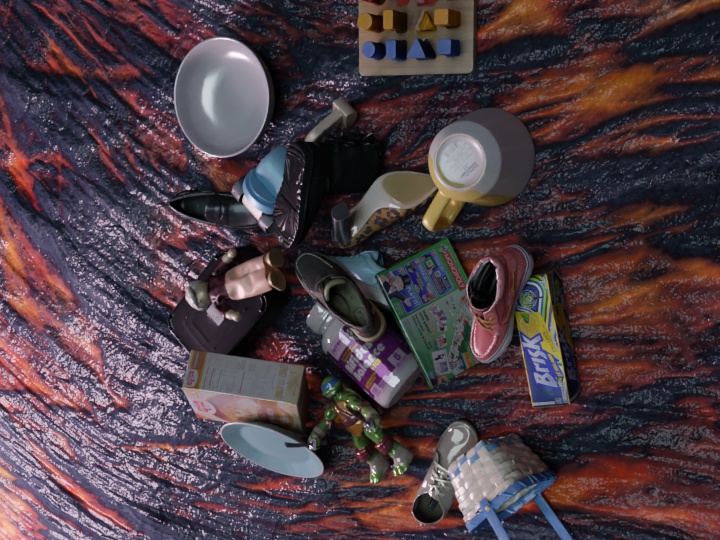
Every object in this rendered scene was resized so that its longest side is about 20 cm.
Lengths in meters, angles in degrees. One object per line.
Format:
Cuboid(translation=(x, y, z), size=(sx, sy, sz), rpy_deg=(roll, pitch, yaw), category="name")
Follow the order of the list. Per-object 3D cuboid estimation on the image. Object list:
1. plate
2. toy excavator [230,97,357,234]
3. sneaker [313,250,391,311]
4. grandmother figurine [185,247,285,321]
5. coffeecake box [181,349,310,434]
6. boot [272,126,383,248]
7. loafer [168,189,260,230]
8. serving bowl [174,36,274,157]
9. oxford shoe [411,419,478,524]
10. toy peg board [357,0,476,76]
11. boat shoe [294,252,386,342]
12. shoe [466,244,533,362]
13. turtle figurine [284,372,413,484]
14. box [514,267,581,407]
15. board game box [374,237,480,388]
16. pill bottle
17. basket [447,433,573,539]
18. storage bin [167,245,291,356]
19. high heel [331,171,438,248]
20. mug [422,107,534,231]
Cuboid(translation=(-0.153, 0.311, 1.614), size=(0.197, 0.201, 0.026), rpy_deg=(6, 56, 25), category="plate")
Cuboid(translation=(-0.102, -0.181, 1.519), size=(0.100, 0.193, 0.201), rpy_deg=(48, 142, 11), category="toy excavator")
Cuboid(translation=(0.000, 0.000, 1.536), size=(0.198, 0.074, 0.083), rpy_deg=(25, 79, 25), category="sneaker")
Cuboid(translation=(-0.217, 0.027, 1.542), size=(0.197, 0.060, 0.124), rpy_deg=(-15, 65, 30), category="grandmother figurine")
Cuboid(translation=(-0.192, 0.211, 1.570), size=(0.196, 0.154, 0.074), rpy_deg=(8, 63, 6), category="coffeecake box")
Cuboid(translation=(-0.052, -0.135, 1.480), size=(0.073, 0.161, 0.201), rpy_deg=(40, 129, 38), category="boot")
Cuboid(translation=(-0.253, -0.107, 1.628), size=(0.197, 0.070, 0.070), rpy_deg=(10, 103, 24), category="loafer")
Cuboid(translation=(-0.228, -0.302, 1.588), size=(0.197, 0.066, 0.204), rpy_deg=(5, 101, 25), category="serving bowl")
Cuboid(translation=(0.141, 0.344, 1.518), size=(0.074, 0.058, 0.203), rpy_deg=(29, 108, 21), category="oxford shoe")
Cuboid(translation=(0.072, -0.408, 1.408), size=(0.197, 0.097, 0.203), rpy_deg=(4, 100, 26), category="toy peg board")
Cuboid(translation=(-0.037, 0.032, 1.460), size=(0.072, 0.066, 0.201), rpy_deg=(-44, 64, -4), category="boat shoe")
Cuboid(translation=(0.189, 0.058, 1.363), size=(0.071, 0.090, 0.203), rpy_deg=(36, 123, 33), category="shoe")
Cuboid(translation=(-0.016, 0.284, 1.511), size=(0.143, 0.200, 0.194), rpy_deg=(-40, 104, 11), category="turtle figurine")
Cuboid(translation=(0.286, 0.103, 1.401), size=(0.063, 0.070, 0.204), rpy_deg=(-10, 94, 31), category="box")
Cuboid(translation=(0.125, 0.068, 1.458), size=(0.133, 0.029, 0.203), rpy_deg=(-26, 86, -10), category="board game box")
Cuboid(translation=(0.006, 0.123, 1.517), size=(0.199, 0.112, 0.113), rpy_deg=(41, 113, 14), category="pill bottle")
Cuboid(translation=(0.241, 0.363, 1.412), size=(0.140, 0.175, 0.201), rpy_deg=(-49, 58, 22), category="basket")
Cuboid(translation=(-0.236, 0.069, 1.637), size=(0.135, 0.093, 0.200), rpy_deg=(47, 115, 12), category="storage bin")
Cuboid(translation=(0.042, -0.099, 1.507), size=(0.197, 0.143, 0.072), rpy_deg=(-20, 72, -6), category="high heel")
Cuboid(translation=(0.172, -0.149, 1.370), size=(0.147, 0.153, 0.191), rpy_deg=(6, 101, 24), category="mug")
